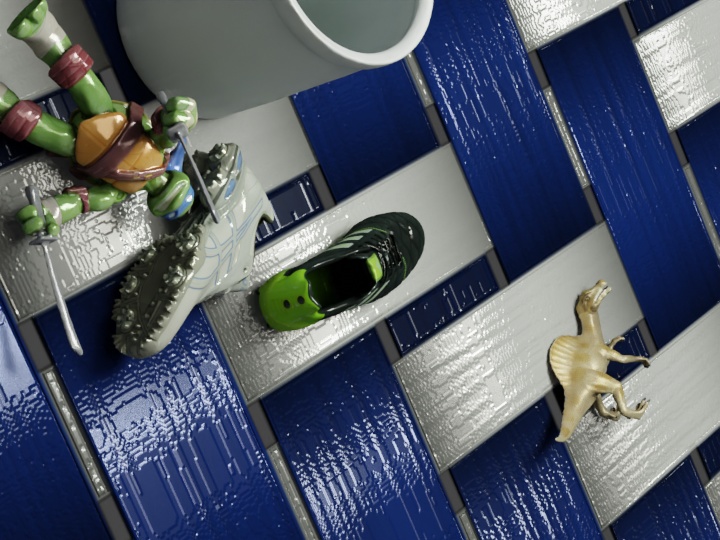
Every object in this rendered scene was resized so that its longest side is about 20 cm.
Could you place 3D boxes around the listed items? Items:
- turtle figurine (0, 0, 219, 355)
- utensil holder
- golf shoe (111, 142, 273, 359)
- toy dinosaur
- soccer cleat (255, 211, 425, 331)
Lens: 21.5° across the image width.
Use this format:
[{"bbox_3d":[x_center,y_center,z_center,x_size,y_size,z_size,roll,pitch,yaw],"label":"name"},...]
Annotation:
[{"bbox_3d":[-0.195,-0.089,1.369,0.194,0.144,0.200,42,41,-19],"label":"turtle figurine"},{"bbox_3d":[-0.070,-0.218,1.486,0.170,0.200,0.170,12,72,-41],"label":"utensil holder"},{"bbox_3d":[-0.119,-0.002,1.476,0.097,0.078,0.200,47,53,-33],"label":"golf shoe"},{"bbox_3d":[0.217,0.107,1.794,0.101,0.058,0.200,31,51,-17],"label":"toy dinosaur"},{"bbox_3d":[0.000,0.000,1.581,0.200,0.081,0.068,-29,100,-44],"label":"soccer cleat"}]
